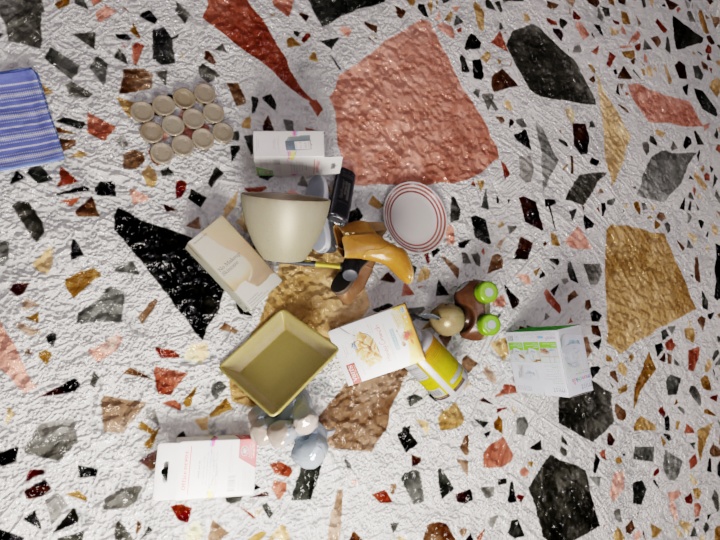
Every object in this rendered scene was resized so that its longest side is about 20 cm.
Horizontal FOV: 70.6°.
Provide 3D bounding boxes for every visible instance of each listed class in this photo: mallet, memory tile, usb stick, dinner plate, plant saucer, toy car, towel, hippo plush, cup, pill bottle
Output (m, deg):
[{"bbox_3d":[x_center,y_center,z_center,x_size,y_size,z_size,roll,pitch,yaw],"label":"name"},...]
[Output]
[{"bbox_3d":[-0.099,-0.009,1.205,0.200,0.041,0.066,1,41,-7],"label":"mallet"},{"bbox_3d":[-0.406,-0.338,1.165,0.200,0.017,0.153,-27,94,-25],"label":"memory tile"},{"bbox_3d":[-0.046,-0.184,1.248,0.055,0.033,0.200,23,44,-15],"label":"usb stick"},{"bbox_3d":[0.147,-0.142,1.380,0.200,0.024,0.201,3,82,-24],"label":"dinner plate"},{"bbox_3d":[-0.174,0.204,1.119,0.200,0.200,0.048,-44,142,-23],"label":"plant saucer"},{"bbox_3d":[0.232,0.106,1.316,0.200,0.164,0.158,-1,82,-12],"label":"toy car"},{"bbox_3d":[-0.701,-0.304,1.022,0.145,0.024,0.200,-19,90,-25],"label":"towel"},{"bbox_3d":[-0.148,0.351,1.123,0.159,0.200,0.161,-19,116,2],"label":"hippo plush"},{"bbox_3d":[-0.172,-0.098,1.154,0.200,0.200,0.144,-1,104,-24],"label":"cup"},{"bbox_3d":[0.172,0.229,1.286,0.200,0.109,0.109,46,67,-12],"label":"pill bottle"}]

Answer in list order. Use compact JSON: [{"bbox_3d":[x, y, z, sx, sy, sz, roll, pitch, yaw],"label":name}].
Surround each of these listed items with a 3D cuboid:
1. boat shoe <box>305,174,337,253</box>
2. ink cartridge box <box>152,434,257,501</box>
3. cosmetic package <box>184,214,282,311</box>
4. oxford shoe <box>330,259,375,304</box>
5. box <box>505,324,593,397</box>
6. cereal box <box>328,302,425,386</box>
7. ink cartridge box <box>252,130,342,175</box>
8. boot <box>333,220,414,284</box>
[{"bbox_3d":[-0.087,-0.136,1.254,0.066,0.070,0.200,12,64,-51],"label":"boat shoe"},{"bbox_3d":[-0.323,0.407,1.059,0.200,0.067,0.117,7,79,-25],"label":"ink cartridge box"},{"bbox_3d":[-0.283,-0.014,1.139,0.200,0.071,0.105,48,67,-11],"label":"cosmetic package"},{"bbox_3d":[0.000,0.000,1.280,0.200,0.071,0.071,-53,134,-25],"label":"oxford shoe"},{"bbox_3d":[0.507,0.244,1.386,0.097,0.200,0.177,-8,84,-25],"label":"box"},{"bbox_3d":[0.039,0.177,1.218,0.200,0.040,0.144,-21,91,8],"label":"cereal box"},{"bbox_3d":[-0.145,-0.273,1.189,0.200,0.117,0.067,-2,80,-7],"label":"ink cartridge box"},{"bbox_3d":[0.025,-0.038,1.205,0.144,0.071,0.201,-11,56,-32],"label":"boot"}]
